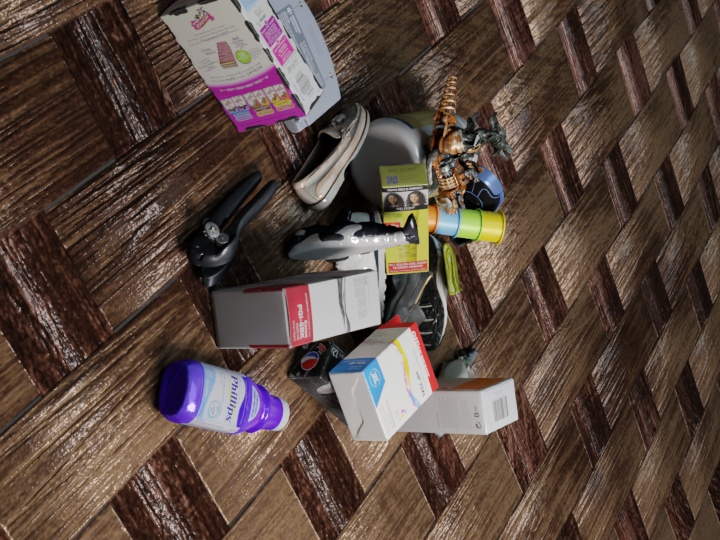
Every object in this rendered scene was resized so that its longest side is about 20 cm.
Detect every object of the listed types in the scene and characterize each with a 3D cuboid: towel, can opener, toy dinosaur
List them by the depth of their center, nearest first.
[{"bbox_3d":[-0.178,-0.070,1.398,0.063,0.079,0.201,28,53,-2],"label":"can opener"},{"bbox_3d":[0.154,-0.192,1.558,0.135,0.102,0.202,-16,130,-33],"label":"toy dinosaur"},{"bbox_3d":[0.161,-0.002,1.750,0.200,0.018,0.087,2,81,-82],"label":"towel"}]

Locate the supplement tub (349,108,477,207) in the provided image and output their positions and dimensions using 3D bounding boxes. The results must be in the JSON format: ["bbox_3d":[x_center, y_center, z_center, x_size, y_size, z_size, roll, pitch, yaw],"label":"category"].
[{"bbox_3d":[0.092,-0.188,1.665,0.199,0.144,0.146,-20,102,-50],"label":"supplement tub"}]

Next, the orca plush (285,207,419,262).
[{"bbox_3d":[-0.014,-0.066,1.500,0.105,0.198,0.072,31,50,-63],"label":"orca plush"}]

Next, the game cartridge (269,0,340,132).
[{"bbox_3d":[-0.103,-0.327,1.527,0.133,0.040,0.201,-44,120,-40],"label":"game cartridge"}]

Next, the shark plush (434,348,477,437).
[{"bbox_3d":[0.161,0.203,1.804,0.201,0.090,0.084,-72,160,-55],"label":"shark plush"}]

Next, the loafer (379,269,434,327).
[{"bbox_3d":[0.072,0.070,1.647,0.072,0.073,0.202,15,67,-3],"label":"loafer"}]

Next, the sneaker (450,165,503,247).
[{"bbox_3d":[0.199,-0.106,1.783,0.078,0.070,0.200,-46,161,-18],"label":"sneaker"}]

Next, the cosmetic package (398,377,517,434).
[{"bbox_3d":[0.143,0.218,1.641,0.101,0.199,0.072,-12,94,-51],"label":"cosmetic package"}]

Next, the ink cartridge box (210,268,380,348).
[{"bbox_3d":[-0.086,0.053,1.417,0.199,0.146,0.084,-11,96,-50],"label":"ink cartridge box"}]

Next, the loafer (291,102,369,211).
[{"bbox_3d":[-0.045,-0.188,1.560,0.063,0.072,0.201,40,59,-32],"label":"loafer"}]

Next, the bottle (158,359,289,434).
[{"bbox_3d":[-0.177,0.177,1.355,0.199,0.065,0.084,25,66,-47],"label":"bottle"}]

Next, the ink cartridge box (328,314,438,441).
[{"bbox_3d":[0.047,0.155,1.522,0.200,0.067,0.117,-38,114,-48],"label":"ink cartridge box"}]

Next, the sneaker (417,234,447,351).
[{"bbox_3d":[0.124,0.038,1.741,0.079,0.073,0.202,6,84,-63],"label":"sneaker"}]

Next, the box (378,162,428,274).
[{"bbox_3d":[0.069,-0.078,1.579,0.201,0.074,0.050,86,0,-50],"label":"box"}]

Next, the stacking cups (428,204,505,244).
[{"bbox_3d":[0.145,-0.083,1.709,0.198,0.060,0.061,6,80,-16],"label":"stacking cups"}]

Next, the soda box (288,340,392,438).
[{"bbox_3d":[-0.019,0.184,1.546,0.200,0.070,0.064,44,54,-39],"label":"soda box"}]

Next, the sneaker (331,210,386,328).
[{"bbox_3d":[0.000,0.000,1.598,0.077,0.080,0.202,-103,-172,-65],"label":"sneaker"}]

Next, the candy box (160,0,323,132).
[{"bbox_3d":[-0.159,-0.294,1.373,0.201,0.135,0.061,56,45,-32],"label":"candy box"}]
